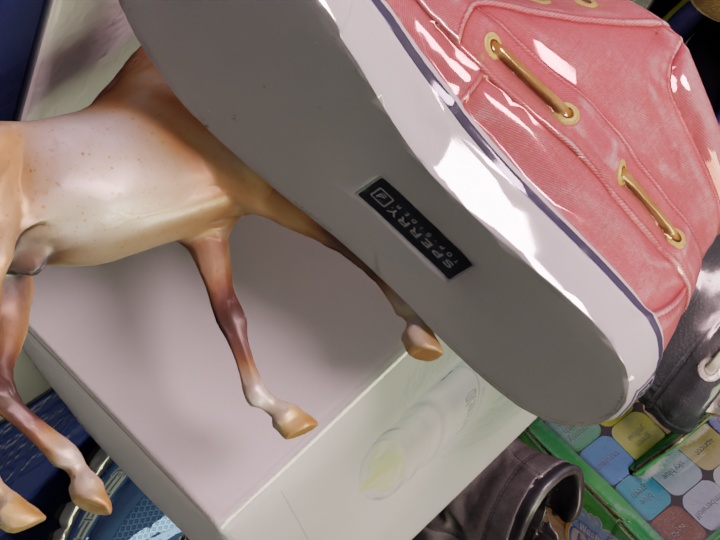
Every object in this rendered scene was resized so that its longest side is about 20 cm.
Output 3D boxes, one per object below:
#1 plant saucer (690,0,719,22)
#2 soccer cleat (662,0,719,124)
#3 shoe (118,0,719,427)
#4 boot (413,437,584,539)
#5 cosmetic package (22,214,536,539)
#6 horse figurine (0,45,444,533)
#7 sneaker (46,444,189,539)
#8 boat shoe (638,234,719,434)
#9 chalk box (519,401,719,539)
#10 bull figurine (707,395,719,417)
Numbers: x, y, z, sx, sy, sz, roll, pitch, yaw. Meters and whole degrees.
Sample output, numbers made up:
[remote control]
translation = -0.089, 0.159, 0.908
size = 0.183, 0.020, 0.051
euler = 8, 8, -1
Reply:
[plant saucer]
translation = 0.202, -0.172, 1.100
size = 0.200, 0.035, 0.200
euler = -35, 148, -26
[soccer cleat]
translation = 0.183, -0.117, 1.209
size = 0.200, 0.065, 0.084
euler = -44, 169, 0
[shoe]
translation = 0.021, -0.055, 0.784
size = 0.071, 0.200, 0.091
euler = -27, -158, 51
[boot]
translation = 0.017, 0.111, 1.232
size = 0.070, 0.132, 0.200
euler = -37, 162, -29
[cosmetic package]
translation = 0.000, 0.000, 0.941
size = 0.200, 0.123, 0.199
euler = -42, 164, -7
[horse figurine]
translation = -0.073, -0.003, 0.787
size = 0.200, 0.133, 0.050
euler = -22, 166, -25
[sneaker]
translation = -0.037, 0.076, 1.092
size = 0.200, 0.089, 0.079
euler = -43, 163, -9
[boat shoe]
translation = 0.144, -0.026, 0.908
size = 0.200, 0.060, 0.076
euler = -42, 171, -18
[chalk box]
translation = 0.157, 0.128, 1.649
size = 0.124, 0.124, 0.200
euler = -32, 159, -35
[bull figurine]
translation = 0.183, 0.014, 1.506
size = 0.200, 0.065, 0.122
euler = 16, 84, -64
